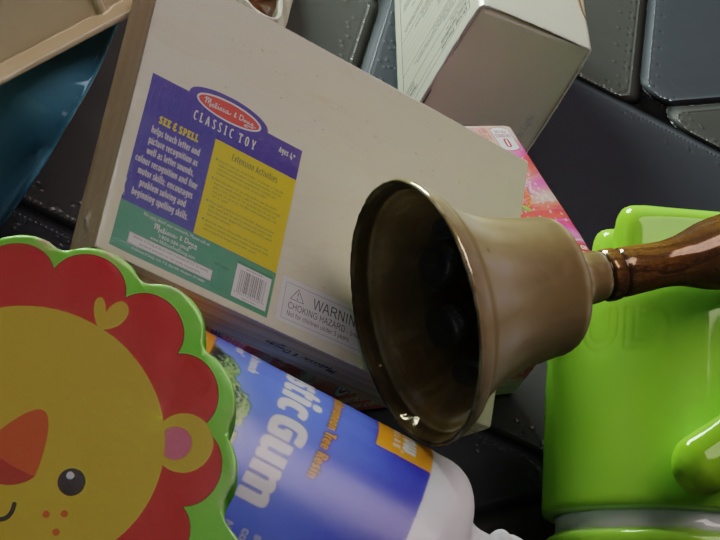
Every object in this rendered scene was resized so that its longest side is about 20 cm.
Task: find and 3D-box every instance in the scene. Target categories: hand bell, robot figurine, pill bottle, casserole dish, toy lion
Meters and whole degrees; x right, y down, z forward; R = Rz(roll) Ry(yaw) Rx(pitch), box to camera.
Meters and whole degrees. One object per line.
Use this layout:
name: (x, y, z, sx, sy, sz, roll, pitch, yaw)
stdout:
hand bell: (0.107, -0.001, 0.831, 0.199, 0.104, 0.104, -11, 52, -26)
robot figurine: (0.139, 0.076, 0.907, 0.115, 0.175, 0.201, 6, 75, -8)
pill bottle: (-0.025, 0.105, 0.805, 0.199, 0.112, 0.112, 27, 36, -5)
casserole dish: (-0.147, -0.097, 0.940, 0.039, 0.121, 0.200, 31, 36, -15)
toy lion: (-0.108, 0.094, 0.710, 0.200, 0.069, 0.192, 38, 75, 8)

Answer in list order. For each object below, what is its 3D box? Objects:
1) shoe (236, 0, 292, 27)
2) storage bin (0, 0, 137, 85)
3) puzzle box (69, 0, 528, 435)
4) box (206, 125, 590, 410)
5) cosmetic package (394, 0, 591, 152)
shoe: (-0.062, -0.174, 1.154, 0.070, 0.053, 0.200, 20, 38, -16)
storage bin: (-0.202, -0.154, 0.883, 0.198, 0.094, 0.200, -30, 38, -17)
puzzle box: (-0.019, -0.026, 0.856, 0.199, 0.025, 0.134, 26, 60, -28)
box: (0.000, 0.000, 0.959, 0.199, 0.095, 0.103, -3, 50, -38)
cosmetic package: (0.072, -0.160, 1.194, 0.073, 0.104, 0.200, 19, 39, -17)
